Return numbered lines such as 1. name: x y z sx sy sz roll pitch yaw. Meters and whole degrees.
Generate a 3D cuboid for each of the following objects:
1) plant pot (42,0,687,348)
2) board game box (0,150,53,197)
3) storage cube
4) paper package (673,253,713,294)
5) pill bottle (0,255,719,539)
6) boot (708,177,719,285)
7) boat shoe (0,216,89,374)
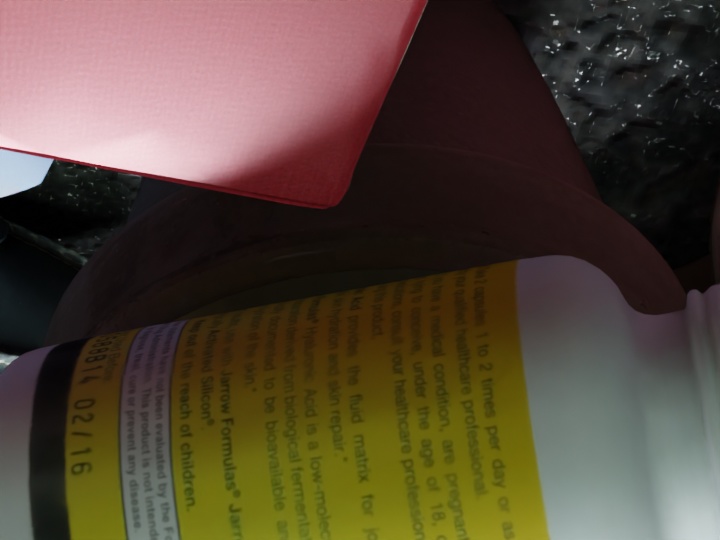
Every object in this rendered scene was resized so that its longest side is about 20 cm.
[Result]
1. plant pot: 0.000 0.000 0.731 0.199 0.175 0.201 -2 138 -2
2. board game box: -0.141 -0.109 0.706 0.157 0.039 0.200 18 123 -23
3. storage cube: -0.071 -0.143 0.554 0.179 0.171 0.201 10 125 -20
4. paper package: 0.094 0.108 0.868 0.199 0.104 0.191 -24 137 -4
5. pill bottle: 0.017 0.057 0.587 0.199 0.112 0.112 -11 137 8
6. boot: 0.145 0.013 0.735 0.075 0.201 0.107 16 165 -1
7. boat shoe: -0.156 -0.005 0.793 0.199 0.075 0.062 19 137 -5
